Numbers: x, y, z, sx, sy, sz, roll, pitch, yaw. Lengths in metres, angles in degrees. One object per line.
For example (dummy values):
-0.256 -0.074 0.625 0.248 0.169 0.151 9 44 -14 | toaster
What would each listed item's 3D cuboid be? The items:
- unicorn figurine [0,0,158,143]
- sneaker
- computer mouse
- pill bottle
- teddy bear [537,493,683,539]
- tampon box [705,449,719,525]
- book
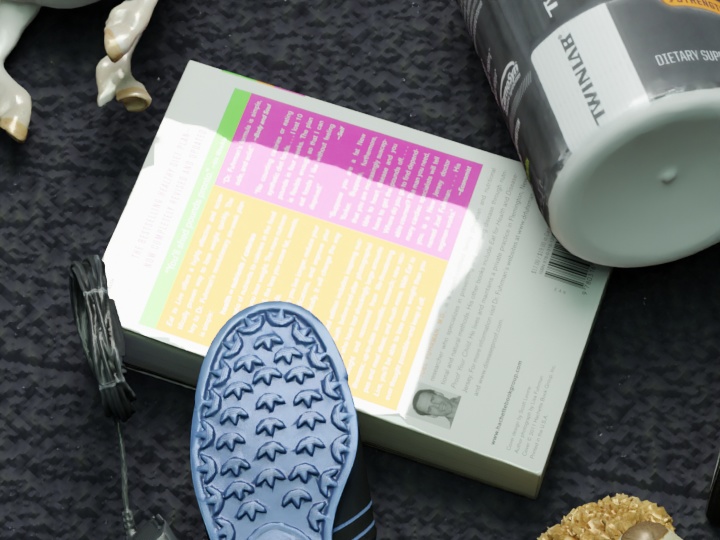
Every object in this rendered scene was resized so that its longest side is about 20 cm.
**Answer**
-0.113 -0.128 1.259 0.199 0.074 0.138 -2 57 7 | unicorn figurine
-0.026 0.116 1.154 0.070 0.078 0.201 -6 70 -1 | sneaker
-0.081 0.090 1.162 0.034 0.059 0.201 -12 86 -11 | computer mouse
0.098 -0.107 1.220 0.106 0.106 0.200 -16 52 -5 | pill bottle
0.143 0.168 1.138 0.145 0.067 0.200 -19 69 -9 | teddy bear
0.254 0.038 1.156 0.199 0.126 0.150 15 69 6 | tampon box
0.000 0.000 1.223 0.199 0.048 0.134 18 68 7 | book
